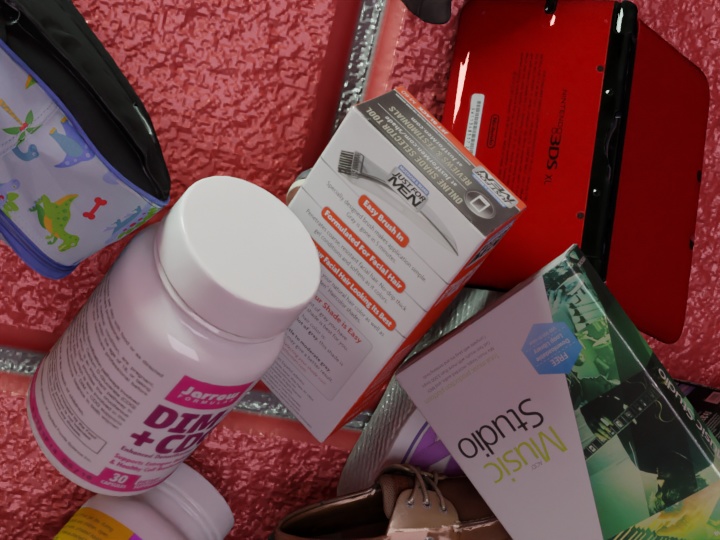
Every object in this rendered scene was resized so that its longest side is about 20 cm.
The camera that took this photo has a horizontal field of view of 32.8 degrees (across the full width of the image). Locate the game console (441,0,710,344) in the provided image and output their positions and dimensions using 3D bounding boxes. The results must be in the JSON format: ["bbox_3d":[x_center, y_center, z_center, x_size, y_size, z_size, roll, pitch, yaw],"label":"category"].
[{"bbox_3d":[0.144,-0.067,0.829,0.170,0.119,0.203,6,76,15],"label":"game console"}]

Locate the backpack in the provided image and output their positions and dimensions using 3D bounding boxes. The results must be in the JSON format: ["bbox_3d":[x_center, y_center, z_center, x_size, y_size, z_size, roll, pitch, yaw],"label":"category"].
[{"bbox_3d":[-0.212,-0.092,0.703,0.146,0.184,0.200,-37,116,9],"label":"backpack"}]

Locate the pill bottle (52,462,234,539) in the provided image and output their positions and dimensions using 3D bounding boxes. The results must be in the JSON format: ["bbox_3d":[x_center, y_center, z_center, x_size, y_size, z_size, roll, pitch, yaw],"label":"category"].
[{"bbox_3d":[-0.170,0.218,0.795,0.105,0.104,0.200,52,57,-19],"label":"pill bottle"}]

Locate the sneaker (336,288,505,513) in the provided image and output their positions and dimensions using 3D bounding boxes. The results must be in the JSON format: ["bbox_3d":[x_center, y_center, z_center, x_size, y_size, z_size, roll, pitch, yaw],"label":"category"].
[{"bbox_3d":[0.077,0.105,0.874,0.113,0.073,0.202,24,111,-20],"label":"sneaker"}]

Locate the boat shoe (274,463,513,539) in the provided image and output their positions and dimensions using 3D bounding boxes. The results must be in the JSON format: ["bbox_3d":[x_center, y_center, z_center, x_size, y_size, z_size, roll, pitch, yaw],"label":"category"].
[{"bbox_3d":[0.035,0.169,0.818,0.197,0.076,0.073,-20,116,-6],"label":"boat shoe"}]

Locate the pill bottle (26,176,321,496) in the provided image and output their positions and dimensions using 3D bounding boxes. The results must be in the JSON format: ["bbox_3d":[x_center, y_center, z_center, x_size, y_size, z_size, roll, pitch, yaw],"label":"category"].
[{"bbox_3d":[-0.115,0.042,0.747,0.112,0.114,0.200,30,128,-17],"label":"pill bottle"}]

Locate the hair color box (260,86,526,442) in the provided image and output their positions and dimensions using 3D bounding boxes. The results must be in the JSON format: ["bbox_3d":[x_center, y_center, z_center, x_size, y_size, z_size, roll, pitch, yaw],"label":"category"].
[{"bbox_3d":[0.000,0.000,0.765,0.111,0.064,0.201,45,127,10],"label":"hair color box"}]

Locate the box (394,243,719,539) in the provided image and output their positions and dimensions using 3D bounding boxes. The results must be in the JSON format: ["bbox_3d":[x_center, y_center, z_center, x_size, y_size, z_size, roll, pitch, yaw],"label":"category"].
[{"bbox_3d":[0.133,0.105,0.756,0.144,0.036,0.201,-37,92,30],"label":"box"}]

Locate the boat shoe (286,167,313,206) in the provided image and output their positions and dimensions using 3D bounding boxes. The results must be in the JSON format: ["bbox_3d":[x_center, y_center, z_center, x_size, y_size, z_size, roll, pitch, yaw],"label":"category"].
[{"bbox_3d":[0.046,-0.039,0.844,0.197,0.073,0.063,16,58,-10],"label":"boat shoe"}]

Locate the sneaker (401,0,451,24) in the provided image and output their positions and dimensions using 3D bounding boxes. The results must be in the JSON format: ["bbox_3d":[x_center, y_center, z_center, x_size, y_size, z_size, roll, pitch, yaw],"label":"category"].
[{"bbox_3d":[0.096,-0.239,0.793,0.199,0.076,0.091,-33,118,5],"label":"sneaker"}]

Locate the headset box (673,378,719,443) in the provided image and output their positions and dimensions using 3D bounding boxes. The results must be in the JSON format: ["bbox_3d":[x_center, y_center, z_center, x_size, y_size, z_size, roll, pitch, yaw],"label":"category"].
[{"bbox_3d":[0.216,0.199,0.866,0.092,0.173,0.203,12,107,29],"label":"headset box"}]

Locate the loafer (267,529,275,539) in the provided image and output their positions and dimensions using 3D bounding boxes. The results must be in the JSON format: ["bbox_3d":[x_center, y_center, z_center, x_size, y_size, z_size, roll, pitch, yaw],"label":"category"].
[{"bbox_3d":[0.025,0.231,0.892,0.197,0.071,0.074,14,81,2],"label":"loafer"}]
